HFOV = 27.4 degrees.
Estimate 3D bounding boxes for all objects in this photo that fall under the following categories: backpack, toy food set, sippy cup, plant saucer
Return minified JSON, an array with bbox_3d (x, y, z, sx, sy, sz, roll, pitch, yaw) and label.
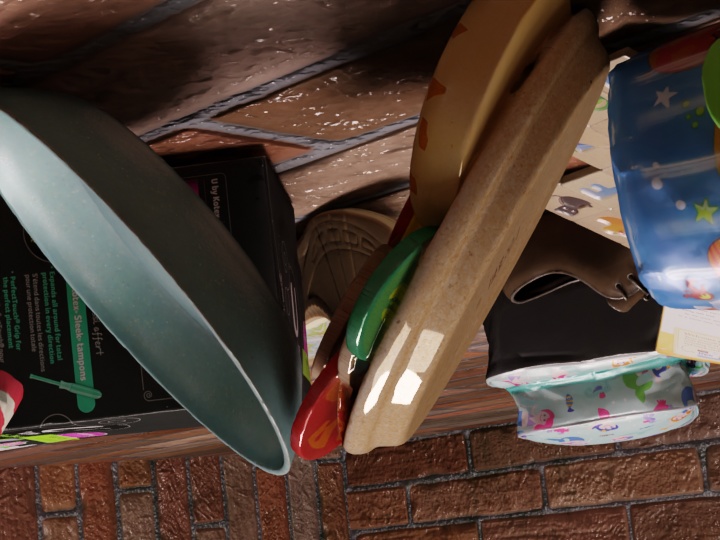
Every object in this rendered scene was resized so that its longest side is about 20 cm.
[{"bbox_3d":[0.193,0.060,1.172,0.176,0.152,0.200,-10,174,15],"label":"backpack"},{"bbox_3d":[0.036,-0.015,0.574,0.048,0.199,0.200,29,-174,8],"label":"toy food set"},{"bbox_3d":[0.163,-0.043,0.545,0.129,0.140,0.179,-11,130,20],"label":"sippy cup"},{"bbox_3d":[-0.086,-0.003,0.601,0.036,0.200,0.200,-41,180,-17],"label":"plant saucer"}]

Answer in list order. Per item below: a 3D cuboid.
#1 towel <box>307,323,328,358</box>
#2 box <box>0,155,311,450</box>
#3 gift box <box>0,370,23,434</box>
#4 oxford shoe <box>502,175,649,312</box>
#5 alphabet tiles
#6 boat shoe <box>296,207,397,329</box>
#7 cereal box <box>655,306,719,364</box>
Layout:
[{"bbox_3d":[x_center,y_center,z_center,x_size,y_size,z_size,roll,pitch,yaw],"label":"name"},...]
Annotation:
[{"bbox_3d":[-0.077,0.042,1.165,0.170,0.049,0.199,-15,167,28],"label":"towel"},{"bbox_3d":[-0.131,0.024,0.781,0.198,0.126,0.149,-7,172,1],"label":"box"},{"bbox_3d":[-0.216,0.014,0.508,0.185,0.202,0.185,6,168,-4],"label":"gift box"},{"bbox_3d":[0.168,-0.021,0.843,0.199,0.085,0.072,-15,166,33],"label":"oxford shoe"},{"bbox_3d":[0.152,-0.042,0.709,0.199,0.008,0.167,22,161,-24],"label":"alphabet tiles"},{"bbox_3d":[0.000,0.000,0.910,0.064,0.073,0.200,-11,176,-25],"label":"boat shoe"},{"bbox_3d":[0.224,0.009,0.729,0.142,0.040,0.200,11,162,11],"label":"cereal box"}]
